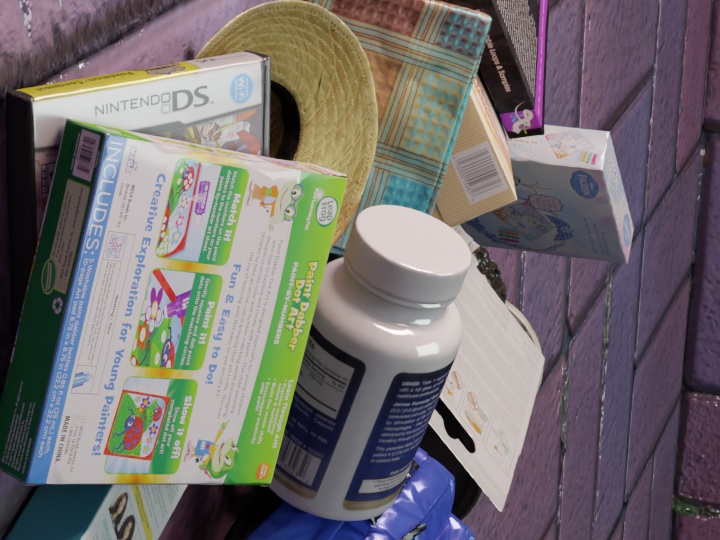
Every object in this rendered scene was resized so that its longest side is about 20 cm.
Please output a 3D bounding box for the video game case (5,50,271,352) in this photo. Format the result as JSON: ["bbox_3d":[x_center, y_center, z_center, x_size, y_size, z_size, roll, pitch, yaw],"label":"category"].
[{"bbox_3d":[-0.127,-0.019,1.108,0.180,0.025,0.202,-16,115,-43],"label":"video game case"}]

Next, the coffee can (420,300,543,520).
[{"bbox_3d":[0.069,0.119,1.674,0.200,0.145,0.148,-50,144,-58],"label":"coffee can"}]

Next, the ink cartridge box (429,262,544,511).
[{"bbox_3d":[0.076,0.083,1.528,0.163,0.050,0.201,51,36,-21],"label":"ink cartridge box"}]

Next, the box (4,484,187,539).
[{"bbox_3d":[-0.162,0.151,1.150,0.201,0.049,0.083,-63,154,-45],"label":"box"}]

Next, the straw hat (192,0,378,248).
[{"bbox_3d":[-0.087,-0.085,1.210,0.200,0.085,0.203,-19,117,-42],"label":"straw hat"}]

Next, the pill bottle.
[{"bbox_3d":[0.005,0.061,1.274,0.111,0.110,0.201,-47,161,-59],"label":"pill bottle"}]

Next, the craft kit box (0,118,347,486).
[{"bbox_3d":[-0.108,0.025,1.095,0.197,0.048,0.202,9,98,-46],"label":"craft kit box"}]

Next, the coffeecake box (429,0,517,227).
[{"bbox_3d":[0.057,-0.146,1.470,0.200,0.073,0.154,-89,155,-63],"label":"coffeecake box"}]

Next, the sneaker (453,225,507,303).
[{"bbox_3d":[0.047,-0.041,1.642,0.066,0.090,0.201,-37,103,-38],"label":"sneaker"}]

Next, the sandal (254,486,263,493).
[{"bbox_3d":[-0.068,0.110,1.410,0.080,0.057,0.201,-36,158,-24],"label":"sandal"}]

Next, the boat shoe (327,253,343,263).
[{"bbox_3d":[0.000,0.000,1.455,0.091,0.070,0.201,-48,-154,45],"label":"boat shoe"}]

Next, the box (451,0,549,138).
[{"bbox_3d":[0.106,-0.221,1.464,0.201,0.036,0.144,63,26,-48],"label":"box"}]

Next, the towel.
[{"bbox_3d":[0.001,-0.105,1.348,0.022,0.145,0.202,-122,-133,-66],"label":"towel"}]

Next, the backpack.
[{"bbox_3d":[-0.021,0.224,1.372,0.200,0.167,0.163,-39,159,-48],"label":"backpack"}]

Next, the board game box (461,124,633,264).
[{"bbox_3d":[0.142,-0.075,1.727,0.200,0.197,0.044,61,41,-62],"label":"board game box"}]
